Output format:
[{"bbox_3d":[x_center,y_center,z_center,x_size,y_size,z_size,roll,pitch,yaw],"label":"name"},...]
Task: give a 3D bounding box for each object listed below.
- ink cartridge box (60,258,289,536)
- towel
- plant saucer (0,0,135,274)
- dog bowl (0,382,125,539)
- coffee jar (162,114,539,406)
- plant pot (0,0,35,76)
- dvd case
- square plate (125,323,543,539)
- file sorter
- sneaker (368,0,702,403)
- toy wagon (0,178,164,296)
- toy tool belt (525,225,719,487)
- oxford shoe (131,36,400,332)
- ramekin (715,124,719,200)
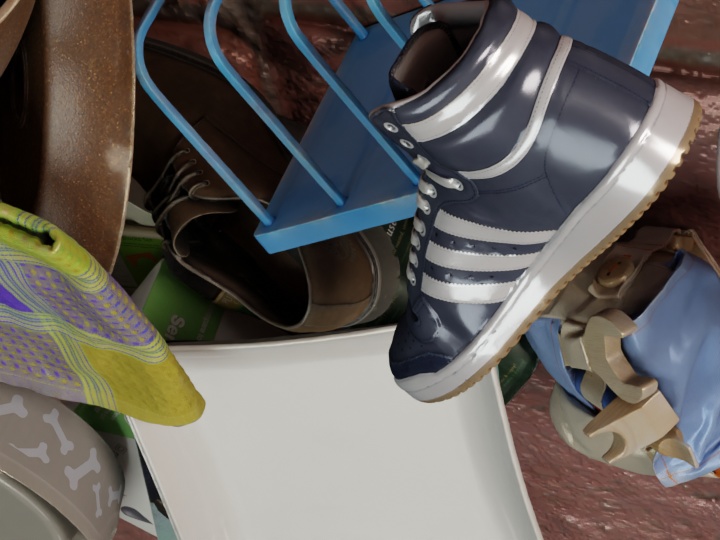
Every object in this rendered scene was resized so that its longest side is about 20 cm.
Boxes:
[{"bbox_3d":[-0.065,0.100,1.324,0.199,0.084,0.146,29,142,-12],"label":"ink cartridge box"},{"bbox_3d":[-0.161,0.016,1.088,0.143,0.023,0.200,15,158,21],"label":"towel"},{"bbox_3d":[-0.144,-0.087,1.083,0.036,0.201,0.201,-1,151,-18],"label":"plant saucer"},{"bbox_3d":[-0.220,0.108,1.280,0.199,0.059,0.200,19,152,11],"label":"dog bowl"},{"bbox_3d":[0.000,0.000,1.216,0.199,0.086,0.104,29,137,-10],"label":"coffee jar"},{"bbox_3d":[-0.224,-0.125,1.027,0.186,0.188,0.200,21,161,2],"label":"plant pot"},{"bbox_3d":[-0.021,0.097,1.226,0.199,0.022,0.147,0,129,10],"label":"dvd case"},{"bbox_3d":[-0.010,0.102,1.195,0.199,0.029,0.199,-6,127,17],"label":"square plate"},{"bbox_3d":[0.019,-0.114,1.002,0.199,0.139,0.123,-13,130,41],"label":"file sorter"},{"bbox_3d":[0.037,-0.030,0.917,0.108,0.070,0.200,31,136,-10],"label":"sneaker"},{"bbox_3d":[-0.144,-0.020,1.317,0.154,0.040,0.200,5,142,23],"label":"toy wagon"},{"bbox_3d":[0.143,0.034,1.135,0.123,0.125,0.200,28,163,49],"label":"toy tool belt"},{"bbox_3d":[-0.074,-0.045,1.108,0.200,0.084,0.073,39,119,19],"label":"oxford shoe"},{"bbox_3d":[0.253,-0.039,0.926,0.199,0.201,0.105,-4,148,34],"label":"ramekin"}]
